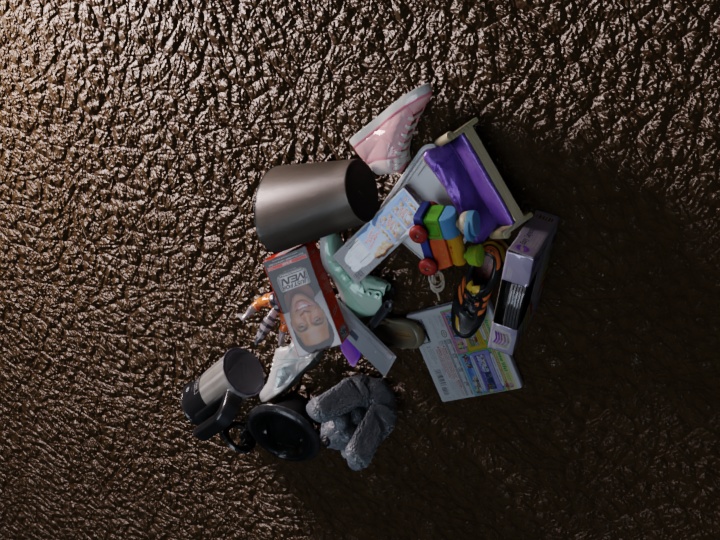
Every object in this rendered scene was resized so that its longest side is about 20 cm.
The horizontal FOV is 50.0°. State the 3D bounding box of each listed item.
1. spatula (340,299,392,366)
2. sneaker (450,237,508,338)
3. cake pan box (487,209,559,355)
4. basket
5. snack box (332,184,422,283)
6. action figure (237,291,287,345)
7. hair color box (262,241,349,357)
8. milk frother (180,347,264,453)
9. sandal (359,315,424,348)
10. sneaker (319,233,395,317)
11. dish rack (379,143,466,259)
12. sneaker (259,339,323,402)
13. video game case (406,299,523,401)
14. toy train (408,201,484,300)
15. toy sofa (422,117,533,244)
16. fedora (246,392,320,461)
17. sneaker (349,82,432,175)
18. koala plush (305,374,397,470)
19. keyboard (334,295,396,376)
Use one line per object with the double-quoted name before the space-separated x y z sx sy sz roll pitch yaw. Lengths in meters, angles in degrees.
"spatula" 0.012 0.119 1.531 0.057 0.020 0.201 52 130 18
"sneaker" 0.205 0.038 1.402 0.069 0.090 0.204 27 112 18
"cake pan box" 0.276 0.018 1.308 0.051 0.200 0.188 16 118 20
"basket" -0.077 -0.129 1.419 0.196 0.183 0.136 -7 141 34
"snack box" 0.038 -0.064 1.423 0.072 0.024 0.200 47 116 -1
"action figure" -0.138 0.080 1.600 0.199 0.105 0.194 39 115 -1
"hair color box" -0.105 0.056 1.510 0.100 0.061 0.204 -19 99 18
"milk frother" -0.286 0.311 1.794 0.197 0.184 0.187 20 137 -38
"sandal" 0.038 0.133 1.564 0.197 0.054 0.082 0 115 39
"sneaker" 0.000 0.000 1.512 0.116 0.074 0.203 -4 122 35
"dish rack" 0.131 -0.109 1.413 0.171 0.044 0.201 40 124 5
"sneaker" -0.165 0.214 1.711 0.081 0.070 0.200 48 114 12
"video game case" 0.204 0.156 1.521 0.179 0.022 0.204 -16 105 32
"toy train" 0.166 -0.024 1.348 0.113 0.085 0.203 4 131 31
"toy sofa" 0.196 -0.146 1.308 0.097 0.083 0.202 -32 96 -8
"fedora" -0.161 0.340 1.741 0.196 0.092 0.203 14 136 14
"sneaker" 0.073 -0.239 1.356 0.199 0.075 0.106 -32 94 42
"koala plush" -0.024 0.328 1.660 0.178 0.183 0.201 48 147 8
"keyboard" -0.009 0.123 1.530 0.200 0.011 0.057 44 132 21
